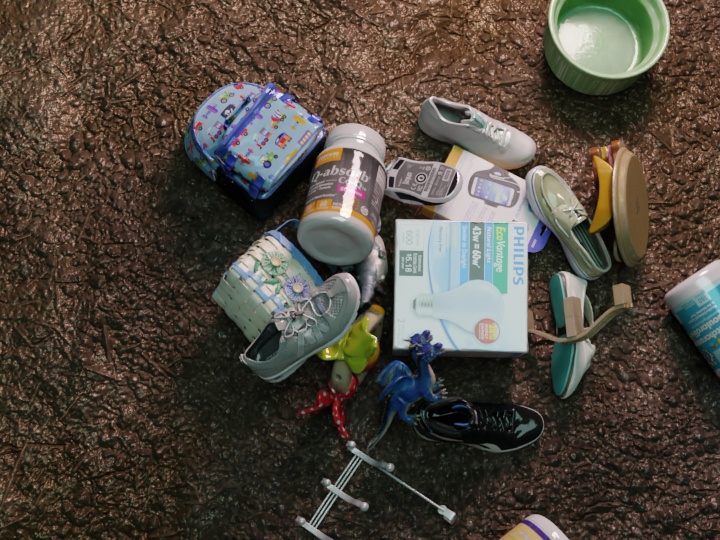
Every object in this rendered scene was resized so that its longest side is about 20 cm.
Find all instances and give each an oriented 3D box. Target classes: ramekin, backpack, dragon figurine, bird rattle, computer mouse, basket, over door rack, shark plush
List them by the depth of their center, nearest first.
[{"bbox_3d":[0.056,0.169,1.637,0.200,0.059,0.099,-41,116,18],"label":"dragon figurine"},{"bbox_3d":[0.026,0.361,1.656,0.200,0.067,0.148,34,76,5],"label":"over door rack"},{"bbox_3d":[-0.008,0.138,1.674,0.112,0.201,0.163,17,35,23],"label":"bird rattle"},{"bbox_3d":[-0.104,0.025,1.710,0.176,0.139,0.200,47,42,8],"label":"basket"},{"bbox_3d":[0.000,0.000,1.718,0.083,0.091,0.200,-8,48,-1],"label":"shark plush"},{"bbox_3d":[-0.172,-0.209,1.763,0.200,0.135,0.183,40,75,10],"label":"backpack"},{"bbox_3d":[0.069,-0.137,1.783,0.199,0.044,0.110,15,67,25],"label":"computer mouse"},{"bbox_3d":[0.396,-0.387,1.871,0.199,0.098,0.201,1,74,-4],"label":"ramekin"}]

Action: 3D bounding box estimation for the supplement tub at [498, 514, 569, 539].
[{"bbox_3d":[0.217,0.458,1.604,0.200,0.145,0.146,-35,80,-12],"label":"supplement tub"}]

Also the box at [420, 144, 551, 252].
[{"bbox_3d":[0.210,-0.102,1.811,0.199,0.041,0.119,28,75,1],"label":"box"}]

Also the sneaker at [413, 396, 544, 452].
[{"bbox_3d":[0.182,0.227,1.680,0.199,0.112,0.073,2,76,-4],"label":"sneaker"}]

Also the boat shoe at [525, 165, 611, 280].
[{"bbox_3d":[0.330,-0.079,1.772,0.072,0.062,0.200,-34,93,-22],"label":"boat shoe"}]

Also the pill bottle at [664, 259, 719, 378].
[{"bbox_3d":[0.567,0.092,1.747,0.111,0.111,0.200,-31,79,-12],"label":"pill bottle"}]

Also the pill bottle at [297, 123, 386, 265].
[{"bbox_3d":[-0.023,-0.116,1.701,0.116,0.117,0.201,11,54,-1],"label":"pill bottle"}]

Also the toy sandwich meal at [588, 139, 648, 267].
[{"bbox_3d":[0.397,-0.104,1.770,0.070,0.205,0.206,-3,73,26],"label":"toy sandwich meal"}]

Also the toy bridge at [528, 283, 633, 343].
[{"bbox_3d":[0.321,0.073,1.704,0.027,0.200,0.068,15,66,-44],"label":"toy bridge"}]

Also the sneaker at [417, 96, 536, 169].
[{"bbox_3d":[0.189,-0.224,1.816,0.199,0.089,0.075,20,73,1],"label":"sneaker"}]

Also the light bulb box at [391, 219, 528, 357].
[{"bbox_3d":[0.148,0.030,1.707,0.199,0.125,0.199,1,83,1],"label":"light bulb box"}]

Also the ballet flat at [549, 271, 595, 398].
[{"bbox_3d":[0.332,0.099,1.756,0.069,0.069,0.201,2,73,-4],"label":"ballet flat"}]

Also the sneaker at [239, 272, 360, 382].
[{"bbox_3d":[-0.082,0.080,1.565,0.200,0.082,0.075,-46,57,12],"label":"sneaker"}]
